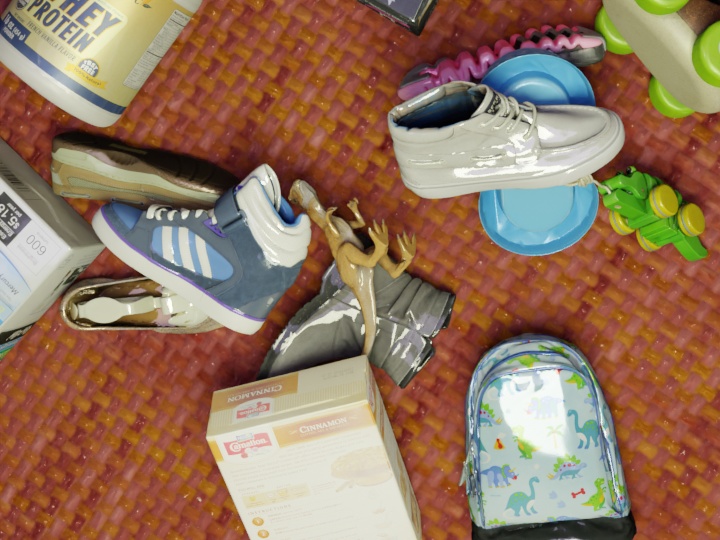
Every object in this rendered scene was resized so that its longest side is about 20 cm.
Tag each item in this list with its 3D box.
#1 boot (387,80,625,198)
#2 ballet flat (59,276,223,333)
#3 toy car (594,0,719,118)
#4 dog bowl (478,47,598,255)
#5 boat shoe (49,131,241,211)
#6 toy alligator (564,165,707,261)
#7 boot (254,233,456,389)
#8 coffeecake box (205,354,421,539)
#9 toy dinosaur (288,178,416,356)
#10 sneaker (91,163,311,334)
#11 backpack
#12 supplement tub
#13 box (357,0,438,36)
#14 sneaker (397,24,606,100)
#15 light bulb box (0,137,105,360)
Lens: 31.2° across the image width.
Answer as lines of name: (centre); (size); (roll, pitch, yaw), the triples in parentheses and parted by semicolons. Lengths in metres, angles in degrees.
boot: (0.123, -0.120, 1.103); (0.199, 0.096, 0.074); (-12, 55, 9)
ballet flat: (-0.202, 0.035, 1.272); (0.199, 0.067, 0.068); (-8, 93, 7)
toy car: (0.332, -0.255, 1.154); (0.200, 0.164, 0.158); (-41, 89, -5)
dog bowl: (0.160, -0.113, 1.192); (0.111, 0.050, 0.201); (-6, 120, 4)
boat shoe: (-0.211, -0.078, 1.273); (0.199, 0.072, 0.076); (16, 110, 13)
toy alligator: (0.256, -0.069, 1.189); (0.059, 0.200, 0.054); (-25, 48, 44)
boot: (-0.006, 0.076, 1.250); (0.131, 0.070, 0.200); (37, 98, 5)
coffeecake box: (-0.039, 0.194, 1.219); (0.153, 0.073, 0.201); (-14, 121, 8)
toy dinosaur: (0.000, 0.000, 1.208); (0.106, 0.060, 0.201); (-25, 86, 39)
sneaker: (-0.139, -0.050, 1.202); (0.200, 0.081, 0.147); (34, 104, 11)
backpack: (0.169, 0.159, 1.211); (0.162, 0.154, 0.201); (-4, 81, 14)
supplement tub: (-0.239, -0.254, 1.219); (0.144, 0.144, 0.200); (38, 97, 3)
box: (0.000, -0.329, 1.201); (0.199, 0.115, 0.133); (30, 95, 2)
sneaker: (0.140, -0.169, 1.224); (0.199, 0.079, 0.096); (-16, 107, 11)
light bulb box: (-0.395, -0.020, 1.263); (0.198, 0.125, 0.200); (44, 96, 2)
